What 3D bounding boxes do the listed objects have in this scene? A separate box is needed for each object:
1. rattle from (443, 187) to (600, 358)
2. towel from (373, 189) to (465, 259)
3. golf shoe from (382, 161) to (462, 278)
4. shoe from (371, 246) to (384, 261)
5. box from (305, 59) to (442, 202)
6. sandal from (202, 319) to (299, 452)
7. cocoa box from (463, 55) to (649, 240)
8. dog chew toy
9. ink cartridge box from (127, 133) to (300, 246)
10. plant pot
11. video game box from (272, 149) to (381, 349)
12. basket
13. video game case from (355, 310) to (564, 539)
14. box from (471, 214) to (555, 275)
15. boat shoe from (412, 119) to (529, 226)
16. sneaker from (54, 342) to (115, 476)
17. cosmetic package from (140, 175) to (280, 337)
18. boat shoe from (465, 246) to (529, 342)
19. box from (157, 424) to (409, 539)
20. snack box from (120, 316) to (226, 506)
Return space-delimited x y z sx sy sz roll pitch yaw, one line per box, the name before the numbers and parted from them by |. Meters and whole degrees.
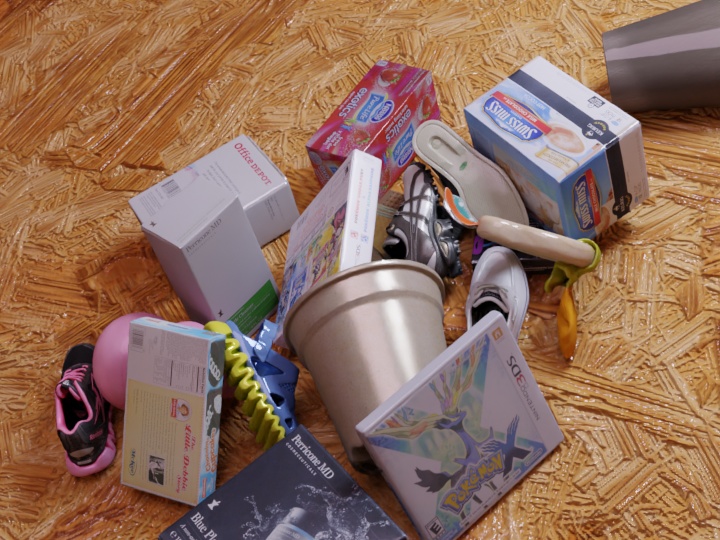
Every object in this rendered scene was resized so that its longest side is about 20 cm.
rattle | 0.172 -0.001 1.358 0.198 0.144 0.130 14 18 -14
towel | 0.039 -0.021 1.534 0.146 0.022 0.200 21 57 33
golf shoe | 0.067 -0.065 1.497 0.093 0.078 0.201 -17 43 2
shoe | 0.000 0.000 1.444 0.053 0.070 0.200 -41 24 8
box | 0.023 -0.196 1.642 0.095 0.100 0.200 19 57 32
sandal | -0.105 0.135 1.355 0.087 0.079 0.201 -25 82 -28
cocoa box | 0.245 -0.149 1.451 0.131 0.134 0.200 -34 48 -11
dog chew toy | -0.228 0.117 1.432 0.198 0.125 0.125 2 49 10
ink cartridge box | -0.204 -0.084 1.626 0.199 0.088 0.145 -33 47 -10
plant pot | 0.028 0.122 1.306 0.198 0.201 0.185 -19 57 1
video game box | -0.042 -0.021 1.427 0.046 0.200 0.184 21 55 -18
basket | 0.436 -0.290 1.571 0.198 0.136 0.182 -9 52 16
video game case | 0.111 0.173 1.222 0.199 0.183 0.022 -38 26 -17
box | 0.224 -0.078 1.512 0.141 0.036 0.201 -2 47 17
boat shoe | 0.148 -0.111 1.481 0.072 0.068 0.200 -42 72 4
sneaker | -0.353 0.156 1.452 0.078 0.096 0.201 -20 44 2
cosmetic package | -0.186 -0.006 1.469 0.084 0.201 0.108 27 62 36
boat shoe | 0.163 0.047 1.375 0.073 0.067 0.202 -5 57 15
box | -0.072 0.305 1.205 0.199 0.118 0.196 -36 48 -17
snack box | -0.220 0.164 1.344 0.115 0.202 0.037 10 11 26
